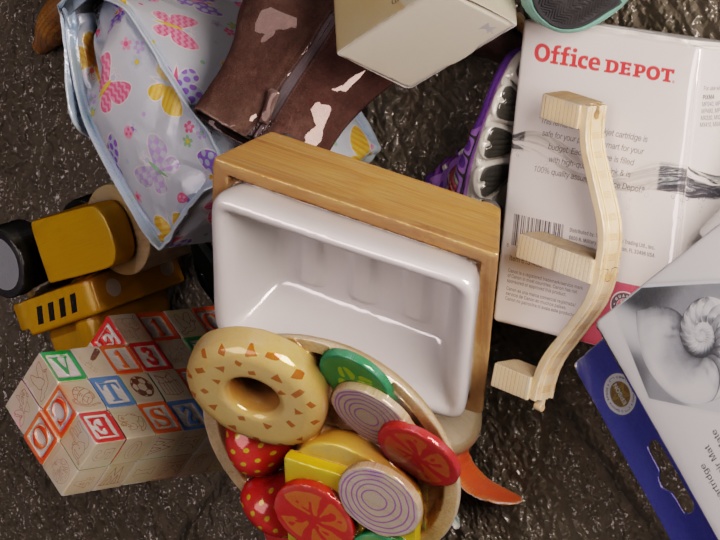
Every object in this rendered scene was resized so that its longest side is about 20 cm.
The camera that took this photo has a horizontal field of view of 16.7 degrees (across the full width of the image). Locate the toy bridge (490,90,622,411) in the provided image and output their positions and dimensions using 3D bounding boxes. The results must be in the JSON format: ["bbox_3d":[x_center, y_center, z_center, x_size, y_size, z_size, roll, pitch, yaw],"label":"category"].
[{"bbox_3d":[0.130,-0.007,1.542,0.067,0.027,0.202,20,108,39],"label":"toy bridge"}]

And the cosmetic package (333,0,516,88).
[{"bbox_3d":[0.036,-0.233,1.592,0.105,0.071,0.201,-29,53,38],"label":"cosmetic package"}]

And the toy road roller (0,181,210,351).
[{"bbox_3d":[-0.186,0.009,1.894,0.199,0.122,0.147,-17,94,46],"label":"toy road roller"}]

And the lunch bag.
[{"bbox_3d":[-0.112,-0.124,1.779,0.127,0.169,0.201,-47,65,37],"label":"lunch bag"}]

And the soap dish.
[{"bbox_3d":[0.000,0.000,1.612,0.199,0.081,0.158,19,141,15],"label":"soap dish"}]

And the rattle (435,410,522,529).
[{"bbox_3d":[0.019,0.101,1.741,0.200,0.130,0.143,50,139,-3],"label":"rattle"}]

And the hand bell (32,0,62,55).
[{"bbox_3d":[-0.217,-0.232,1.942,0.200,0.104,0.105,-49,60,46],"label":"hand bell"}]

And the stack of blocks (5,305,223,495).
[{"bbox_3d":[-0.161,0.093,1.815,0.115,0.199,0.059,53,125,26],"label":"stack of blocks"}]

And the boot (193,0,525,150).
[{"bbox_3d":[0.005,-0.134,1.662,0.199,0.072,0.167,25,79,7],"label":"boot"}]

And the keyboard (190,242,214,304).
[{"bbox_3d":[-0.059,0.055,1.810,0.200,0.039,0.104,54,164,23],"label":"keyboard"}]

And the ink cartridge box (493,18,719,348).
[{"bbox_3d":[0.172,-0.055,1.575,0.144,0.084,0.202,14,103,41],"label":"ink cartridge box"}]

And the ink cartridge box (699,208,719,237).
[{"bbox_3d":[0.320,-0.031,1.440,0.200,0.083,0.146,-47,63,35],"label":"ink cartridge box"}]

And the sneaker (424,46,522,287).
[{"bbox_3d":[0.078,-0.066,1.665,0.083,0.080,0.201,42,123,40],"label":"sneaker"}]

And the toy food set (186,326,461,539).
[{"bbox_3d":[-0.021,0.123,1.640,0.197,0.049,0.201,15,132,20],"label":"toy food set"}]

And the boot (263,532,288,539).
[{"bbox_3d":[-0.001,0.180,1.737,0.199,0.072,0.145,-13,100,45],"label":"boot"}]

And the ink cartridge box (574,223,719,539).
[{"bbox_3d":[0.223,0.089,1.457,0.200,0.040,0.200,-44,67,38],"label":"ink cartridge box"}]

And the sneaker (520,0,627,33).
[{"bbox_3d":[0.178,-0.239,1.566,0.199,0.140,0.078,-28,115,4],"label":"sneaker"}]
